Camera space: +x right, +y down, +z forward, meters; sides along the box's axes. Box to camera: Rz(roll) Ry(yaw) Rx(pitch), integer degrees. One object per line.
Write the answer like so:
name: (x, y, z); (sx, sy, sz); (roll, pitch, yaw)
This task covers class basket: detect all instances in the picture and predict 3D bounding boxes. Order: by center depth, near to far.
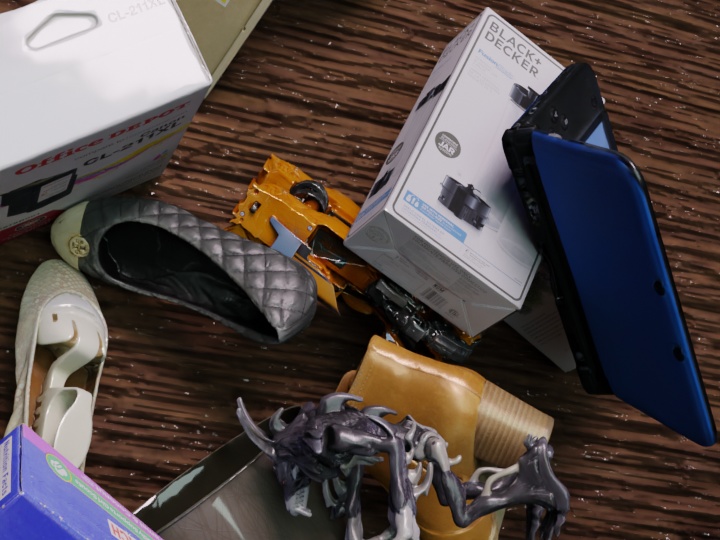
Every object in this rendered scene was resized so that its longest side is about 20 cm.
basket: (-0.057, 0.224, 0.795); (0.179, 0.136, 0.201); (-34, 95, -13)

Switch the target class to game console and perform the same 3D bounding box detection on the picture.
game console: (0.179, -0.017, 0.775); (0.171, 0.117, 0.202); (-46, 123, -43)

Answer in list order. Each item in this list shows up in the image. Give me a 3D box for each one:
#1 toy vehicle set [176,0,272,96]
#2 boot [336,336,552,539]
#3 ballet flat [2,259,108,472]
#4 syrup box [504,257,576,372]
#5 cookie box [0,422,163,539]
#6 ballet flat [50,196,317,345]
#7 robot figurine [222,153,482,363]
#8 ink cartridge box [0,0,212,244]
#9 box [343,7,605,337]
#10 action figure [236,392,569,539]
toy vehicle set: (-0.107, -0.230, 0.838); (0.124, 0.200, 0.027); (36, 35, -9)
boot: (0.035, 0.142, 0.837); (0.143, 0.203, 0.071); (22, 33, 5)
ballet flat: (-0.189, 0.075, 0.783); (0.067, 0.062, 0.202); (27, 49, -37)
syrup box: (0.122, -0.022, 0.920); (0.199, 0.079, 0.082); (39, 57, -8)
cookie box: (-0.196, 0.211, 0.657); (0.200, 0.075, 0.171); (-40, 119, 3)
ballet flat: (-0.122, -0.003, 0.804); (0.198, 0.067, 0.057); (16, 31, 16)
robot figurine: (0.000, 0.000, 0.865); (0.199, 0.145, 0.058); (37, 107, -7)
ink cartridge box: (-0.190, -0.097, 0.772); (0.145, 0.200, 0.084); (-26, 88, -21)
box: (0.082, -0.071, 0.835); (0.116, 0.060, 0.201); (36, 56, -11)
action figure: (0.019, 0.129, 0.717); (0.197, 0.119, 0.103); (10, 85, -6)
